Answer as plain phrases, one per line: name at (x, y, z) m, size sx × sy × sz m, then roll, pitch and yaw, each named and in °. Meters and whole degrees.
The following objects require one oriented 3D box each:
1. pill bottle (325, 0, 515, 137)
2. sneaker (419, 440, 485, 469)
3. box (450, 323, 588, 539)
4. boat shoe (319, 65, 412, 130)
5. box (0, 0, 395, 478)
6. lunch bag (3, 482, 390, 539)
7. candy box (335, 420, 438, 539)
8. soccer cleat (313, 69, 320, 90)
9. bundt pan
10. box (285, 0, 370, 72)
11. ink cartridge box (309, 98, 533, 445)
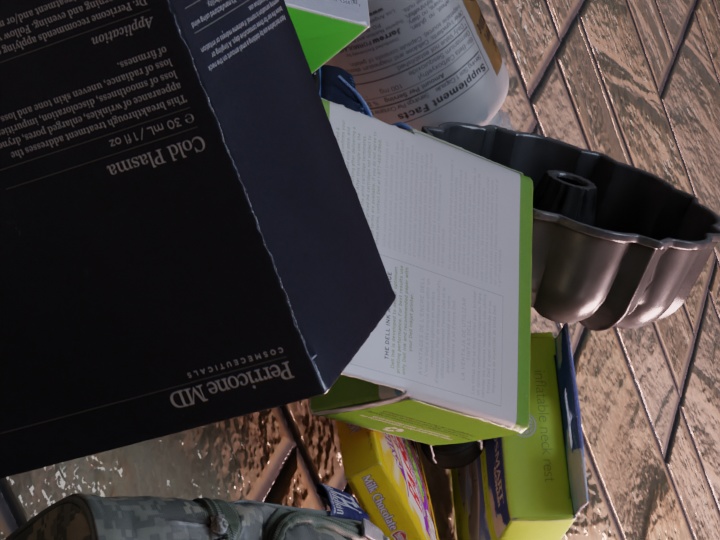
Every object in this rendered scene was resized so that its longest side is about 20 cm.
pill bottle at (0.036, -0.138, 1.306) m, size 0.201 × 0.114 × 0.115 m, roll 62°, pitch 26°, yaw -28°
sneaker at (0.040, 0.043, 1.192) m, size 0.104 × 0.060 × 0.200 m, roll 68°, pitch 6°, yaw -54°
box at (0.097, 0.125, 1.244) m, size 0.200 × 0.047 × 0.123 m, roll 106°, pitch -19°, yaw -64°
boat shoe at (-0.001, -0.041, 1.179) m, size 0.084 × 0.068 × 0.201 m, roll 108°, pitch -20°, yaw -52°
box at (-0.116, -0.028, 0.773) m, size 0.183 × 0.199 × 0.104 m, roll 70°, pitch 23°, yaw -13°
lunch bag at (-0.058, 0.190, 0.780) m, size 0.167 × 0.139 × 0.201 m, roll 10°, pitch 60°, yaw -33°
candy box at (0.012, 0.100, 1.142) m, size 0.102 × 0.026 × 0.200 m, roll 60°, pitch 8°, yaw -27°
soccer cleat at (-0.055, -0.062, 1.133) m, size 0.073 × 0.068 × 0.201 m, roll 93°, pitch -7°, yaw -50°
bundt pan at (0.121, -0.023, 1.211) m, size 0.202 × 0.201 × 0.076 m, roll -29°, pitch 137°, yaw -67°
box at (-0.106, -0.194, 0.931) m, size 0.199 × 0.097 × 0.177 m, roll 8°, pitch 64°, yaw -35°
ink cartridge box at (0.000, 0.000, 1.023) m, size 0.199 × 0.076 × 0.149 m, roll 18°, pitch 67°, yaw -42°
